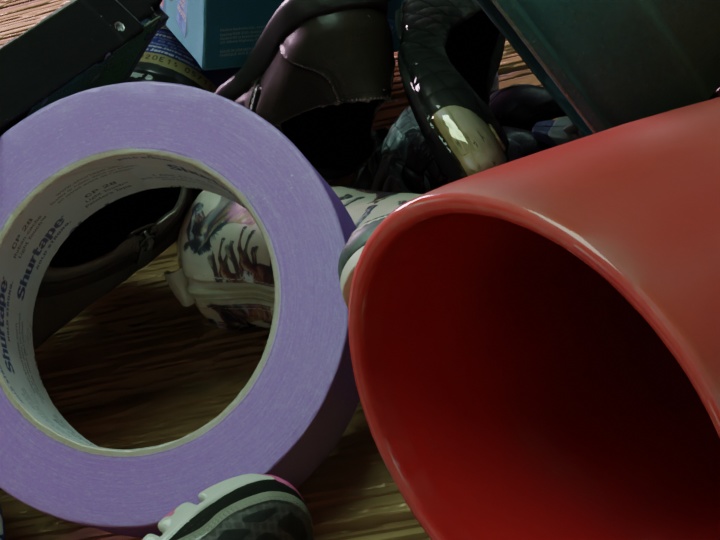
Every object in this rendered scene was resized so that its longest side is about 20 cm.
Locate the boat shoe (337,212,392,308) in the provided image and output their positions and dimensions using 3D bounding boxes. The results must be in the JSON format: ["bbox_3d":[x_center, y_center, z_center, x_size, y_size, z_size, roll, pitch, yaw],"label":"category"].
[{"bbox_3d":[0.064,-0.008,0.956,0.200,0.073,0.062,2,46,-38],"label":"boat shoe"}]

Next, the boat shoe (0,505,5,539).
[{"bbox_3d":[-0.232,0.096,1.031,0.072,0.072,0.200,-58,44,18],"label":"boat shoe"}]

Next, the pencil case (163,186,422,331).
[{"bbox_3d":[0.000,0.000,1.064,0.200,0.078,0.089,7,27,40],"label":"pencil case"}]

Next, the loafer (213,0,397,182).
[{"bbox_3d":[-0.031,-0.073,1.113,0.073,0.200,0.072,-9,71,-17],"label":"loafer"}]

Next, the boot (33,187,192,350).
[{"bbox_3d":[-0.173,0.005,1.115,0.200,0.070,0.146,-39,3,-21],"label":"boot"}]

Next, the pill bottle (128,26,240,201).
[{"bbox_3d":[-0.108,-0.118,1.284,0.112,0.112,0.200,-11,33,19],"label":"pill bottle"}]

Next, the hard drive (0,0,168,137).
[{"bbox_3d":[-0.185,-0.057,1.066,0.200,0.038,0.140,-42,-6,-45],"label":"hard drive"}]

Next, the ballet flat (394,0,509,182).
[{"bbox_3d":[0.051,-0.094,1.054,0.057,0.067,0.200,-21,28,8],"label":"ballet flat"}]

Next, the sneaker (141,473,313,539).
[{"bbox_3d":[-0.067,0.166,0.860,0.087,0.074,0.200,8,48,42],"label":"sneaker"}]

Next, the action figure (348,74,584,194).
[{"bbox_3d":[0.067,-0.076,1.148,0.200,0.069,0.130,-7,42,32],"label":"action figure"}]

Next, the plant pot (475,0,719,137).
[{"bbox_3d":[0.137,-0.171,0.972,0.196,0.200,0.200,-38,31,5],"label":"plant pot"}]

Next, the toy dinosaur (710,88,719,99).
[{"bbox_3d":[0.207,-0.014,0.990,0.200,0.105,0.182,-47,30,30],"label":"toy dinosaur"}]

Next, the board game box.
[{"bbox_3d":[-0.046,-0.173,1.209,0.151,0.047,0.200,-7,29,-21],"label":"board game box"}]

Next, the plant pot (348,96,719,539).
[{"bbox_3d":[0.124,0.027,0.849,0.200,0.201,0.177,13,34,45],"label":"plant pot"}]

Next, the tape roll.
[{"bbox_3d":[-0.096,0.019,0.994,0.200,0.066,0.201,-2,78,10],"label":"tape roll"}]
